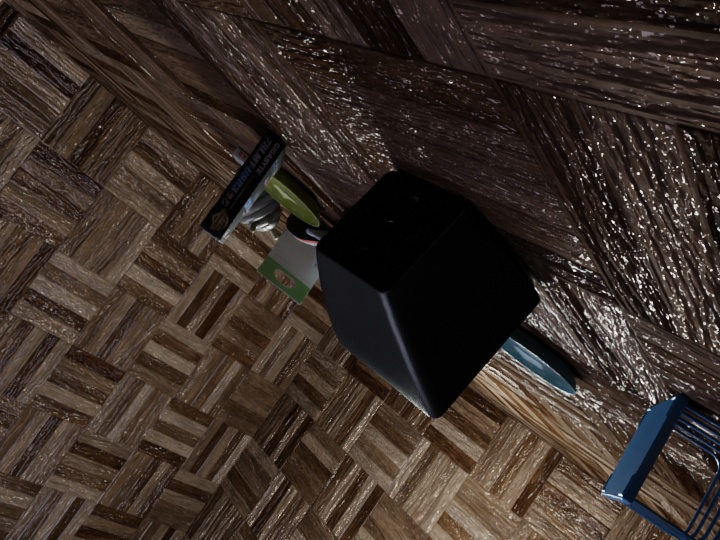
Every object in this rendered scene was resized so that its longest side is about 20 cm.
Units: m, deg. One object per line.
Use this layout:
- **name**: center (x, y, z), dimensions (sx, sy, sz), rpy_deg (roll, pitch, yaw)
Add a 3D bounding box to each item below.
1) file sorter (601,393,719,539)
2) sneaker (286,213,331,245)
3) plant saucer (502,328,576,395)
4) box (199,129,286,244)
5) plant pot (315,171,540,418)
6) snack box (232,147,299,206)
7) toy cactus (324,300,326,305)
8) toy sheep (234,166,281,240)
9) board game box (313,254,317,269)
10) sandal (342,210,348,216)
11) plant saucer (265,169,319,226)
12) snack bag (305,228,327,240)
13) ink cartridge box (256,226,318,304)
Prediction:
- **file sorter**: center (0.402, 0.260, 0.865), dimensions (0.121, 0.140, 0.200), rpy_deg (32, 173, 19)
- **sneaker**: center (-0.085, -0.072, 1.635), dimensions (0.198, 0.068, 0.108), rpy_deg (23, 167, 33)
- **plant saucer**: center (0.298, 0.145, 1.199), dimensions (0.198, 0.028, 0.200), rpy_deg (37, 175, 4)
- **box**: center (-0.210, -0.142, 1.236), dimensions (0.049, 0.201, 0.200), rpy_deg (34, 174, -7)
- **plant pot**: center (0.063, 0.007, 0.806), dimensions (0.198, 0.200, 0.179), rpy_deg (32, 160, 44)
- **snack box**: center (-0.217, -0.215, 1.626), dimensions (0.199, 0.024, 0.072), rpy_deg (39, 174, 0)
- **toy cactus**: center (-0.023, 0.081, 1.600), dimensions (0.163, 0.104, 0.199), rpy_deg (8, -154, -48)
- **toy sheep**: center (-0.257, -0.165, 1.708), dimensions (0.137, 0.136, 0.204), rpy_deg (26, 140, 65)
- **board game box**: center (-0.010, 0.006, 1.649), dimensions (0.132, 0.035, 0.199), rpy_deg (-2, -159, -33)
- **sandal**: center (-0.001, -0.068, 1.222), dimensions (0.056, 0.082, 0.201), rpy_deg (6, -164, -8)
- **plant saucer**: center (-0.160, -0.173, 1.501), dimensions (0.198, 0.031, 0.200), rpy_deg (37, 171, 7)
- **snack bag**: center (0.007, -0.028, 1.313), dimensions (0.186, 0.022, 0.199), rpy_deg (6, -159, -47)
- **ink cartridge box**: center (-0.153, -0.036, 1.751), dimensions (0.144, 0.202, 0.048), rpy_deg (36, 173, -6)
